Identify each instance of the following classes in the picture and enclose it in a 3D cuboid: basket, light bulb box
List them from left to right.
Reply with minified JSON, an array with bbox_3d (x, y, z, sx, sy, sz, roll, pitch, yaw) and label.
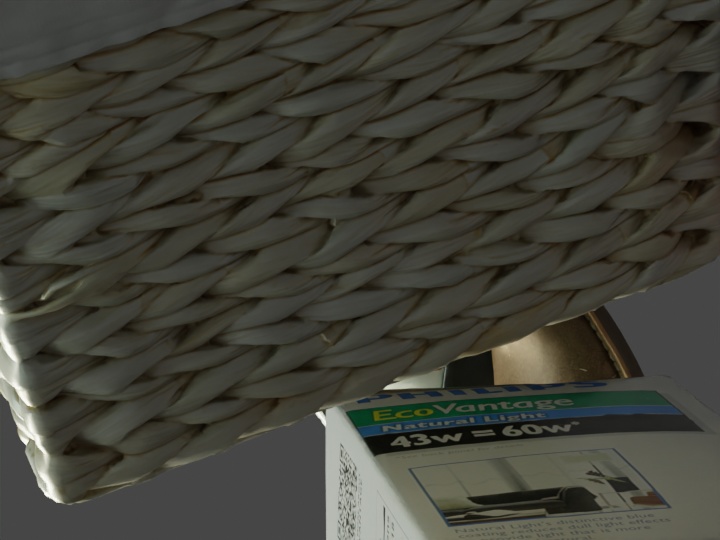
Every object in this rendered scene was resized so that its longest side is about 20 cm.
[{"bbox_3d":[-0.030,-0.083,0.622,0.198,0.199,0.161,-123,16,-44],"label":"basket"},{"bbox_3d":[0.064,0.149,0.783,0.200,0.124,0.199,-130,39,-76],"label":"light bulb box"}]

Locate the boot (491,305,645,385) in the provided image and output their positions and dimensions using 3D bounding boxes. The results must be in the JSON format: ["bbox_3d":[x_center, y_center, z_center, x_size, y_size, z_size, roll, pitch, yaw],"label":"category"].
[{"bbox_3d":[0.068,0.097,0.915,0.074,0.075,0.201,-11,88,61],"label":"boot"}]

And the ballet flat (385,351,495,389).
[{"bbox_3d":[0.021,-0.002,0.970,0.068,0.068,0.201,-165,72,-66],"label":"ballet flat"}]

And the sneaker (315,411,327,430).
[{"bbox_3d":[0.000,0.000,1.088,0.090,0.078,0.201,83,177,-54],"label":"sneaker"}]
